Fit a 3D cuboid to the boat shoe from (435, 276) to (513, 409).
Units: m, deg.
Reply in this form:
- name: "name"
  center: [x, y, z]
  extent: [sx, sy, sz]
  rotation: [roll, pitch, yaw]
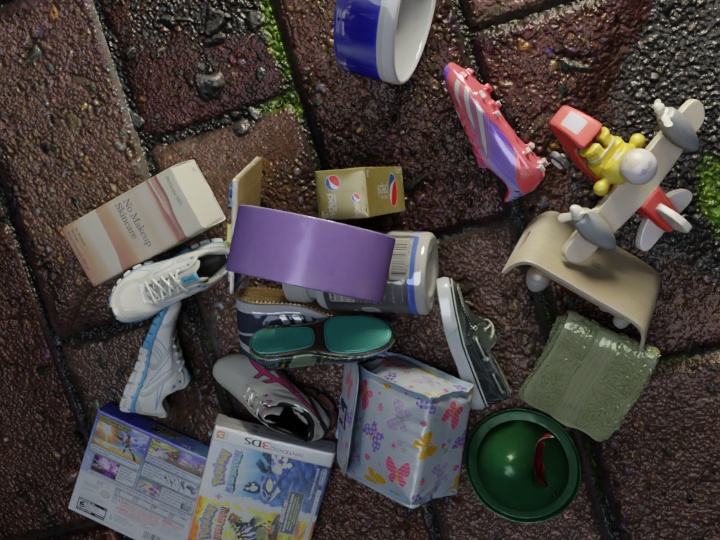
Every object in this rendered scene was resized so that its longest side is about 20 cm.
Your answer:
- name: "boat shoe"
  center: [0.158, 0.094, 1.578]
  extent: [0.071, 0.072, 0.200]
  rotation: [-17, 109, 10]

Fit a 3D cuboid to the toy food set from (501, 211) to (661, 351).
- name: "toy food set"
  center: [0.290, 0.014, 1.481]
  extent: [0.200, 0.144, 0.060]
  rotation: [31, 126, 5]

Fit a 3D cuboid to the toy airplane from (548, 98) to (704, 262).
- name: "toy airplane"
  center: [0.341, -0.114, 1.435]
  extent: [0.199, 0.141, 0.200]
  rotation: [-3, 89, -5]

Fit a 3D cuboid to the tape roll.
- name: "tape roll"
  center: [-0.061, -0.020, 1.420]
  extent: [0.200, 0.200, 0.085]
  rotation: [11, 90, 12]

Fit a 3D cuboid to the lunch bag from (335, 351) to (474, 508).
- name: "lunch bag"
  center: [0.041, 0.213, 1.590]
  extent: [0.200, 0.127, 0.170]
  rotation: [22, 110, 43]

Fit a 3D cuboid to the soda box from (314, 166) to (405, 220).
- name: "soda box"
  center: [0.003, -0.102, 1.492]
  extent: [0.068, 0.200, 0.064]
  rotation: [-4, 95, 15]

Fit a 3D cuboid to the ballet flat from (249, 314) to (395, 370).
- name: "ballet flat"
  center: [-0.051, 0.102, 1.570]
  extent: [0.200, 0.074, 0.074]
  rotation: [-2, 103, 4]

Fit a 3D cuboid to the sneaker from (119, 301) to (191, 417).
- name: "sneaker"
  center: [-0.286, 0.129, 1.694]
  extent: [0.087, 0.075, 0.200]
  rotation: [19, 110, -5]

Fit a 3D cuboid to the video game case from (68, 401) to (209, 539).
- name: "video game case"
  center: [-0.332, 0.323, 1.763]
  extent: [0.200, 0.045, 0.181]
  rotation: [23, 108, 7]

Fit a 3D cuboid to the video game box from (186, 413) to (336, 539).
- name: "video game box"
  center: [-0.147, 0.328, 1.696]
  extent: [0.182, 0.047, 0.200]
  rotation: [14, 107, -3]

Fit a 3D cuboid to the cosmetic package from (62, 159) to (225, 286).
- name: "cosmetic package"
  center: [-0.310, -0.067, 1.643]
  extent: [0.200, 0.087, 0.103]
  rotation: [-28, 94, 19]

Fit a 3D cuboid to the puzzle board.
- name: "puzzle board"
  center: [-0.158, -0.066, 1.545]
  extent: [0.017, 0.200, 0.151]
  rotation: [5, 104, 3]

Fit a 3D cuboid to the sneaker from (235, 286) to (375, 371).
- name: "sneaker"
  center: [-0.080, 0.090, 1.633]
  extent: [0.200, 0.070, 0.109]
  rotation: [8, 112, 6]

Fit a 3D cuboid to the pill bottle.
- name: "pill bottle"
  center: [0.000, 0.000, 1.565]
  extent: [0.200, 0.114, 0.114]
  rotation: [3, 104, 14]

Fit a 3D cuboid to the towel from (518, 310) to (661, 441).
- name: "towel"
  center: [0.302, 0.145, 1.523]
  extent: [0.148, 0.036, 0.200]
  rotation: [24, 137, 6]

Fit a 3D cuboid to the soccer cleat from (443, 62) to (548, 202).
- name: "soccer cleat"
  center: [0.164, -0.182, 1.509]
  extent: [0.076, 0.067, 0.200]
  rotation: [-38, 94, 24]

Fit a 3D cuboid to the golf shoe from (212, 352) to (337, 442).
- name: "golf shoe"
  center: [-0.131, 0.181, 1.653]
  extent: [0.200, 0.092, 0.073]
  rotation: [26, 108, 13]

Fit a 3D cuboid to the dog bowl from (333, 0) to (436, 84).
- name: "dog bowl"
  center: [0.036, -0.338, 1.431]
  extent: [0.079, 0.200, 0.200]
  rotation: [15, 106, 12]

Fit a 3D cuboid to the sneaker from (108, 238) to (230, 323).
- name: "sneaker"
  center: [-0.257, 0.011, 1.597]
  extent: [0.200, 0.087, 0.075]
  rotation: [-30, 102, -17]

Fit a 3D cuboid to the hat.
- name: "hat"
  center: [0.205, 0.287, 1.542]
  extent: [0.166, 0.176, 0.200]
  rotation: [-8, 103, 18]
